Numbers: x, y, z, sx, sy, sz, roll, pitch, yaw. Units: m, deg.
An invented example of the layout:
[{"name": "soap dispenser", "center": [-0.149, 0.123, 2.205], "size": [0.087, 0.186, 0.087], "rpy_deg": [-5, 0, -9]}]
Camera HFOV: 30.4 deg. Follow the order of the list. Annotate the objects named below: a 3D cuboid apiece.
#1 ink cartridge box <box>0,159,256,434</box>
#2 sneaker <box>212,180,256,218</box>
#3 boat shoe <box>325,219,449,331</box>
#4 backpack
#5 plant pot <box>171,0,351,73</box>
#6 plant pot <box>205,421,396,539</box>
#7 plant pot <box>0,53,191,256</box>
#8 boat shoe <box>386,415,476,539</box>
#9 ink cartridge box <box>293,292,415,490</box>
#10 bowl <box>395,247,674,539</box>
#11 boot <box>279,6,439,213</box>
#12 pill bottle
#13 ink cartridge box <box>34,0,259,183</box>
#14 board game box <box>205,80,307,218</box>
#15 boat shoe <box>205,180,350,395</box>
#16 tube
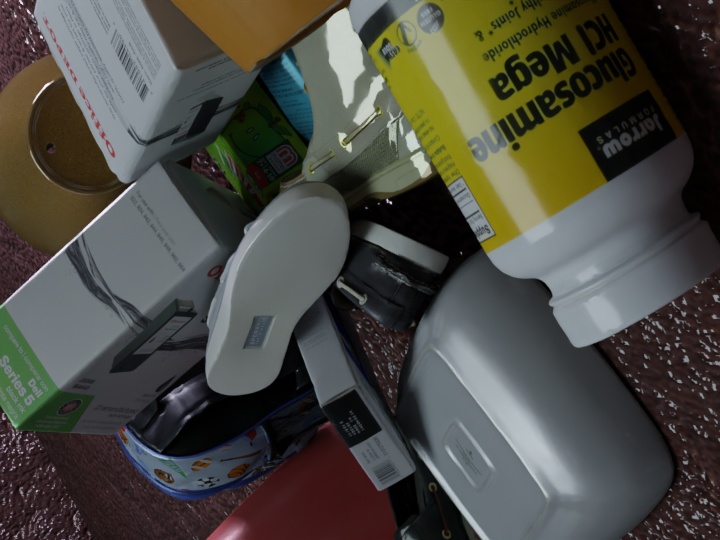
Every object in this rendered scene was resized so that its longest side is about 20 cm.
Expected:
[{"name": "ink cartridge box", "center": [-0.166, 0.026, 0.975], "size": [0.084, 0.200, 0.145], "rpy_deg": [52, -171, 18]}, {"name": "sneaker", "center": [-0.091, -0.028, 1.114], "size": [0.075, 0.104, 0.201], "rpy_deg": [47, -164, -32]}, {"name": "boat shoe", "center": [0.000, 0.000, 0.913], "size": [0.073, 0.061, 0.200], "rpy_deg": [26, 178, -23]}, {"name": "backpack", "center": [-0.132, 0.104, 1.181], "size": [0.200, 0.189, 0.155], "rpy_deg": [43, 149, 35]}, {"name": "plant pot", "center": [-0.060, -0.213, 0.680], "size": [0.184, 0.200, 0.200], "rpy_deg": [54, 157, -8]}, {"name": "plant pot", "center": [-0.042, 0.268, 1.212], "size": [0.200, 0.176, 0.202], "rpy_deg": [43, 151, 31]}, {"name": "plant pot", "center": [-0.223, -0.103, 1.081], "size": [0.188, 0.185, 0.200], "rpy_deg": [61, 170, -5]}, {"name": "boat shoe", "center": [0.052, 0.201, 0.973], "size": [0.074, 0.062, 0.204], "rpy_deg": [125, 142, -52]}, {"name": "ink cartridge box", "center": [-0.018, 0.058, 0.953], "size": [0.095, 0.037, 0.201], "rpy_deg": [58, -173, -37]}, {"name": "bowl", "center": [0.096, 0.104, 0.875], "size": [0.201, 0.074, 0.200], "rpy_deg": [54, 155, 18]}, {"name": "boot", "center": [-0.018, -0.118, 0.847], "size": [0.199, 0.072, 0.156], "rpy_deg": [-15, 105, 59]}, {"name": "pill bottle", "center": [0.088, -0.071, 0.637], "size": [0.201, 0.112, 0.112], "rpy_deg": [59, 157, 1]}, {"name": "ink cartridge box", "center": [-0.138, -0.165, 0.865], "size": [0.146, 0.083, 0.200], "rpy_deg": [62, 155, 5]}, {"name": "board game box", "center": [-0.107, -0.127, 1.019], "size": [0.201, 0.047, 0.102], "rpy_deg": [53, 169, 16]}, {"name": "boat shoe", "center": [-0.061, 0.002, 0.886], "size": [0.201, 0.071, 0.069], "rpy_deg": [110, 152, -47]}, {"name": "tube", "center": [-0.060, -0.161, 0.919], "size": [0.201, 0.050, 0.077], "rpy_deg": [61, 162, -19]}]
